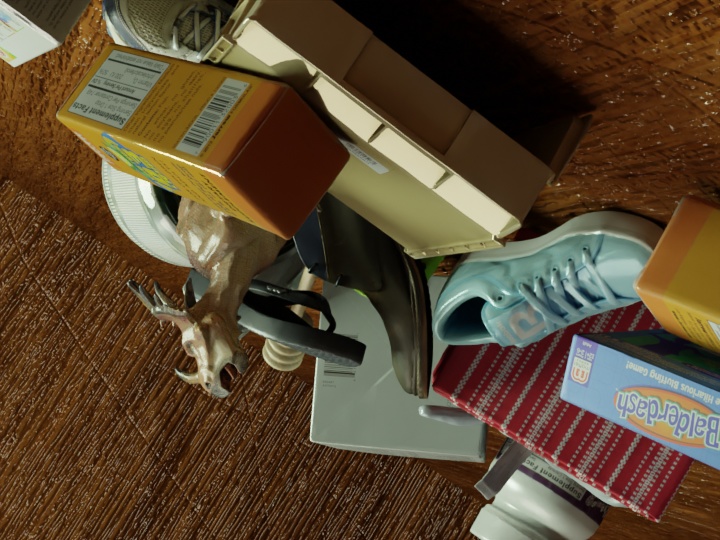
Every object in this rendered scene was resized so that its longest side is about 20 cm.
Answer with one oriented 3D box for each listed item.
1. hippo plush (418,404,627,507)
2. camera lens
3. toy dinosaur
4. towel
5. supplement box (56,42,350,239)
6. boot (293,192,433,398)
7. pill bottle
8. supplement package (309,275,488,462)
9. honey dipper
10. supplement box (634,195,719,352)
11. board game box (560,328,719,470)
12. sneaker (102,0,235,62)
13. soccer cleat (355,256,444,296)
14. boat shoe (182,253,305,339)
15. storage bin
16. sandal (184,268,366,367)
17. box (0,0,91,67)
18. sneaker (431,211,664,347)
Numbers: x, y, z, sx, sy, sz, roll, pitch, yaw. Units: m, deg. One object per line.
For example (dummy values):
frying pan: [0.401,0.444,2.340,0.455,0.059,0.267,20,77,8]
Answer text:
hippo plush: [0.178,0.116,1.107,0.160,0.199,0.161,52,-178,12]
camera lens: [-0.119,-0.081,1.117,0.159,0.161,0.200,36,169,-19]
toy dinosaur: [-0.097,-0.025,0.932,0.085,0.136,0.201,30,-151,-21]
towel: [0.166,0.073,1.019,0.199,0.145,0.022,30,176,16]
supplement box: [-0.098,-0.081,0.812,0.199,0.069,0.067,24,164,50]
boot: [0.000,0.000,1.021,0.096,0.202,0.075,-8,-176,6]
pill bottle: [0.184,0.170,1.237,0.112,0.201,0.112,31,173,4]
supplement package: [0.045,0.093,1.264,0.149,0.153,0.200,4,171,7]
honey dipper: [-0.043,0.005,1.161,0.038,0.038,0.201,30,131,12]
supplement box: [0.251,0.028,0.737,0.199,0.067,0.069,25,167,41]
board game box: [0.242,0.078,0.838,0.199,0.045,0.151,-1,-163,-44]
sneaker: [-0.084,-0.153,0.965,0.199,0.078,0.085,28,169,-28]
soccer cleat: [0.006,-0.019,1.144,0.067,0.082,0.200,33,170,-23]
boat shoe: [-0.086,0.001,1.236,0.070,0.201,0.072,-6,115,34]
storage bin: [0.008,-0.104,0.829,0.199,0.094,0.198,36,169,-12]
sandal: [-0.069,0.024,1.034,0.076,0.043,0.199,23,180,-42]
box: [-0.240,-0.222,0.968,0.101,0.113,0.200,35,170,-21]
sneaker: [0.128,0.021,0.940,0.074,0.082,0.199,47,145,-20]
